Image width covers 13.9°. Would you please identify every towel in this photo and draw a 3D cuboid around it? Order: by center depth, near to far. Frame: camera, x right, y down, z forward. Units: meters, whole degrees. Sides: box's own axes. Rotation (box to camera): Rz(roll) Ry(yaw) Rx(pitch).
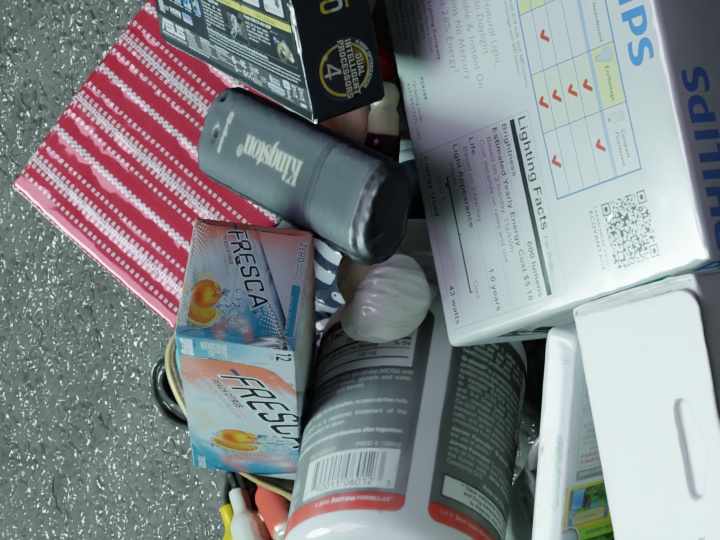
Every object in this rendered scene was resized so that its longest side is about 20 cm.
[{"bbox_3d":[-0.087,-0.083,1.661,0.144,0.022,0.200,40,97,16],"label":"towel"}]

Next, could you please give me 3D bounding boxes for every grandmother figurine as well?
[{"bbox_3d":[-0.002,-0.048,1.553,0.122,0.060,0.201,90,171,-57],"label":"grandmother figurine"}]

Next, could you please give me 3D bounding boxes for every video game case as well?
[{"bbox_3d":[0.152,0.104,1.411,0.023,0.199,0.183,14,106,41],"label":"video game case"}]

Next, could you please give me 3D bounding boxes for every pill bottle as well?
[{"bbox_3d":[0.029,0.080,1.577,0.116,0.115,0.201,-35,36,48],"label":"pill bottle"}]

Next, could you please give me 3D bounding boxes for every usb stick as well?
[{"bbox_3d":[-0.031,-0.051,1.522,0.200,0.032,0.056,29,110,59],"label":"usb stick"}]

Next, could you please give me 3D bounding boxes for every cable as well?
[{"bbox_3d":[-0.080,0.115,1.824,0.200,0.050,0.097,57,134,28],"label":"cable"}]

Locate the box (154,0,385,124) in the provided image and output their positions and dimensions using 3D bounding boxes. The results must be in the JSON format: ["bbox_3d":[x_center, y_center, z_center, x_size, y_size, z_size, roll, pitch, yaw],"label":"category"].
[{"bbox_3d":[-0.062,-0.178,1.527,0.200,0.049,0.162,31,138,60],"label":"box"}]

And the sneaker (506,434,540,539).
[{"bbox_3d":[0.113,0.108,1.559,0.200,0.080,0.071,-50,59,44],"label":"sneaker"}]

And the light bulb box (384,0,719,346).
[{"bbox_3d":[0.131,-0.080,1.472,0.200,0.124,0.199,-20,79,51],"label":"light bulb box"}]

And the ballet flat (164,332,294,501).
[{"bbox_3d":[-0.038,0.108,1.694,0.200,0.069,0.063,40,157,-6],"label":"ballet flat"}]

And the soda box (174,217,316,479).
[{"bbox_3d":[-0.058,0.045,1.555,0.200,0.063,0.069,89,-171,-67],"label":"soda box"}]

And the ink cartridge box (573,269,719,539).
[{"bbox_3d":[0.204,0.070,1.339,0.086,0.199,0.147,-15,83,51],"label":"ink cartridge box"}]

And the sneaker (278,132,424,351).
[{"bbox_3d":[0.000,0.000,1.690,0.200,0.070,0.109,-38,61,55],"label":"sneaker"}]
